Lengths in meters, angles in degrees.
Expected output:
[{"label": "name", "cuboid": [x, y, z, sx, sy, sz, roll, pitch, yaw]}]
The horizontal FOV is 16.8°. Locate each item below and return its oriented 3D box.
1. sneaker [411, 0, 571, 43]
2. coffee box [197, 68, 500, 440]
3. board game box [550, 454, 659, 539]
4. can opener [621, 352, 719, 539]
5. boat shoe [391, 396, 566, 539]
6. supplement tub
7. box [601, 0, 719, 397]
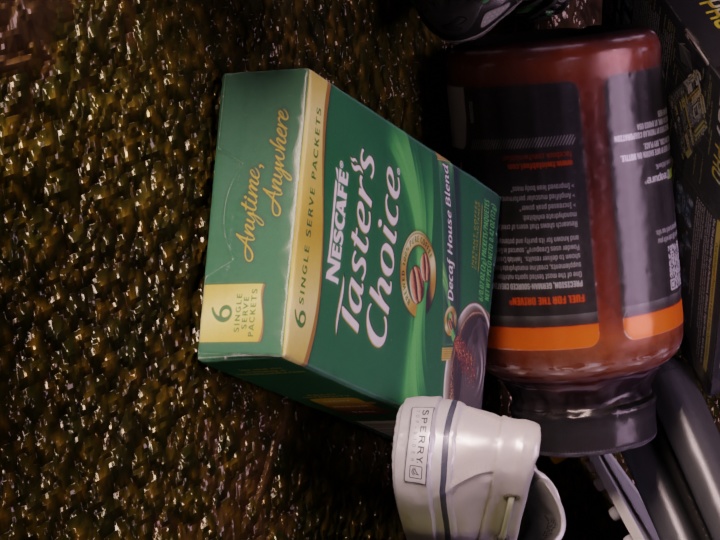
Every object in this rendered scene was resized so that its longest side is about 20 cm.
[{"label": "sneaker", "cuboid": [0.081, -0.152, 1.177, 0.200, 0.078, 0.086, -49, 132, -54]}, {"label": "coffee box", "cuboid": [0.000, 0.000, 1.043, 0.200, 0.044, 0.124, 30, 63, -60]}, {"label": "board game box", "cuboid": [0.165, 0.181, 1.272, 0.200, 0.026, 0.200, 52, 9, -50]}, {"label": "can opener", "cuboid": [0.157, 0.069, 1.263, 0.066, 0.053, 0.201, 16, 47, -53]}, {"label": "boat shoe", "cuboid": [0.057, 0.115, 1.077, 0.200, 0.066, 0.074, 68, 29, -67]}, {"label": "supplement tub", "cuboid": [0.100, -0.015, 1.178, 0.107, 0.107, 0.201, -20, 107, -62]}, {"label": "box", "cuboid": [0.169, -0.061, 1.238, 0.161, 0.049, 0.201, -114, -164, -44]}]
